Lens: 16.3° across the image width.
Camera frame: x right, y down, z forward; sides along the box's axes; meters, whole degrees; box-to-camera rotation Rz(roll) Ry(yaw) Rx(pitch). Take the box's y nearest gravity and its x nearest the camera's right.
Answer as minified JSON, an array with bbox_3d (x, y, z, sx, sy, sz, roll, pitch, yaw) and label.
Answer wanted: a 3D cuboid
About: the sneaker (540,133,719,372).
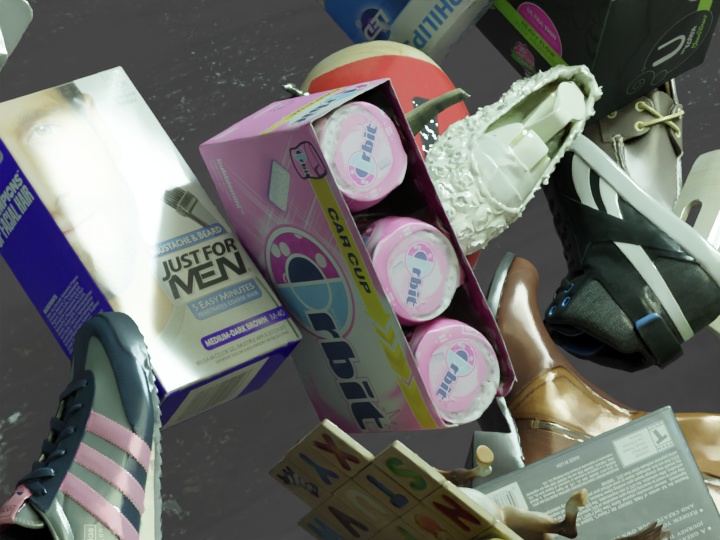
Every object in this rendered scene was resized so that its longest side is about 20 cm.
[{"bbox_3d":[0.141,-0.012,1.629,0.112,0.073,0.200,-43,52,-8],"label":"sneaker"}]

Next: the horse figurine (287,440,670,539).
[{"bbox_3d":[0.067,0.136,1.388,0.199,0.132,0.050,23,65,-16],"label":"horse figurine"}]

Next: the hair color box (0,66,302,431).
[{"bbox_3d":[-0.135,-0.011,1.438,0.109,0.065,0.200,-22,70,-42],"label":"hair color box"}]

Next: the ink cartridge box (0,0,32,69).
[{"bbox_3d":[-0.294,-0.134,1.374,0.199,0.129,0.126,3,55,-34],"label":"ink cartridge box"}]

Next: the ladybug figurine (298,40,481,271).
[{"bbox_3d":[0.026,-0.067,1.588,0.135,0.072,0.201,9,53,-30],"label":"ladybug figurine"}]

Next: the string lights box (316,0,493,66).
[{"bbox_3d":[0.000,-0.231,1.675,0.200,0.103,0.059,49,43,8],"label":"string lights box"}]

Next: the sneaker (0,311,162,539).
[{"bbox_3d":[-0.150,0.110,1.313,0.082,0.070,0.201,9,61,-25],"label":"sneaker"}]

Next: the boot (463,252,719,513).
[{"bbox_3d":[0.165,0.082,1.524,0.199,0.069,0.189,6,51,-4],"label":"boot"}]

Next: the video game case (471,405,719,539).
[{"bbox_3d":[0.155,0.196,1.444,0.142,0.019,0.201,-22,80,-11],"label":"video game case"}]

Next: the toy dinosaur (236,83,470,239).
[{"bbox_3d":[-0.032,-0.058,1.522,0.088,0.047,0.200,41,82,19],"label":"toy dinosaur"}]

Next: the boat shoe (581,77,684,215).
[{"bbox_3d":[0.191,-0.109,1.747,0.072,0.060,0.201,15,50,-27],"label":"boat shoe"}]

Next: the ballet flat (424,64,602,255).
[{"bbox_3d":[0.095,-0.078,1.551,0.072,0.072,0.200,41,38,-1],"label":"ballet flat"}]

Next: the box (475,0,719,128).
[{"bbox_3d":[0.140,-0.224,1.694,0.124,0.149,0.200,-29,63,-23],"label":"box"}]

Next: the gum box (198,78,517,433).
[{"bbox_3d":[0.000,0.000,1.434,0.066,0.113,0.201,-32,105,-34],"label":"gum box"}]

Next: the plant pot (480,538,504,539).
[{"bbox_3d":[0.034,0.265,1.263,0.201,0.200,0.190,-34,96,-46],"label":"plant pot"}]

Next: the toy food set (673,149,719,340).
[{"bbox_3d":[0.284,0.030,1.701,0.200,0.060,0.144,37,54,-13],"label":"toy food set"}]

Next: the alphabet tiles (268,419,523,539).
[{"bbox_3d":[0.042,0.157,1.362,0.200,0.166,0.006,38,62,-4],"label":"alphabet tiles"}]
